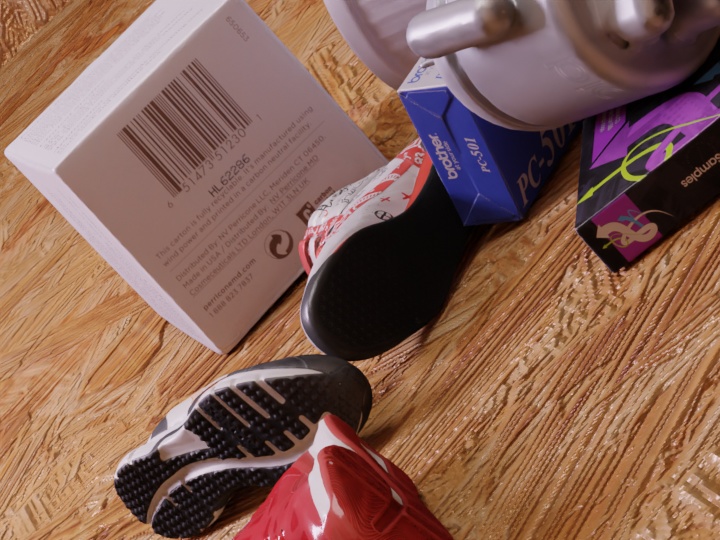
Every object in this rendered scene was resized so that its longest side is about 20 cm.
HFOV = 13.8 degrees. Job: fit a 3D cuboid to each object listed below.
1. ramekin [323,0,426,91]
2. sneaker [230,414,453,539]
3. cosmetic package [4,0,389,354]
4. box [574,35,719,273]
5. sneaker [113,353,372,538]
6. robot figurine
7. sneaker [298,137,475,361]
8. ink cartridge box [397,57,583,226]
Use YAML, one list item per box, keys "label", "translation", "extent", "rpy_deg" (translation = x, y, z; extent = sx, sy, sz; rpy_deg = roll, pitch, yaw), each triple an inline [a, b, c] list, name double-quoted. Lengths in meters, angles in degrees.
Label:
- label: "ramekin"
  translation: [0.057, -0.214, 1.865]
  extent: [0.094, 0.203, 0.203]
  rpy_deg: [-17, 28, 36]
- label: "sneaker"
  translation: [-0.023, 0.140, 1.357]
  extent: [0.116, 0.078, 0.200]
  rpy_deg: [-51, 2, 4]
- label: "cosmetic package"
  translation: [-0.107, -0.071, 1.950]
  extent: [0.167, 0.166, 0.200]
  rpy_deg: [-45, 15, -6]
- label: "box"
  translation: [0.192, -0.097, 1.476]
  extent: [0.200, 0.036, 0.143]
  rpy_deg: [-38, 16, 20]
- label: "sneaker"
  translation: [-0.058, 0.077, 1.592]
  extent: [0.200, 0.074, 0.080]
  rpy_deg: [-26, 21, 49]
- label: "robot figurine"
  translation: [0.107, -0.135, 1.514]
  extent: [0.169, 0.114, 0.200]
  rpy_deg: [-8, -4, -30]
- label: "sneaker"
  translation: [0.001, 0.000, 1.663]
  extent: [0.108, 0.067, 0.202]
  rpy_deg: [-31, 16, 43]
- label: "ink cartridge box"
  translation: [0.096, -0.124, 1.680]
  extent: [0.044, 0.094, 0.200]
  rpy_deg: [-4, 36, 36]
